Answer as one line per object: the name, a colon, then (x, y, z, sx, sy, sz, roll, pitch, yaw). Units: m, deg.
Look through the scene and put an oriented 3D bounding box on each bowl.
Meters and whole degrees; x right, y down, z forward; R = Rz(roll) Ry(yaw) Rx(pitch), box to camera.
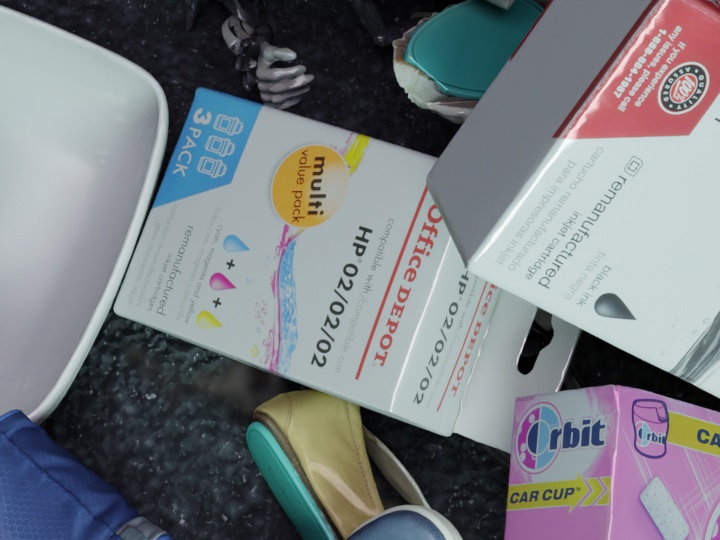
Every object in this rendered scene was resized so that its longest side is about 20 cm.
bowl: (-0.202, -0.025, 1.127, 0.199, 0.075, 0.200, 20, 74, 6)

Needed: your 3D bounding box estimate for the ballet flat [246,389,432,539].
ballet flat: (0.016, 0.140, 1.087, 0.063, 0.069, 0.200, -21, 76, -22)

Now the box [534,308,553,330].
box: (0.142, -0.065, 1.090, 0.200, 0.082, 0.068, -46, 76, 20)

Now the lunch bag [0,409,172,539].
lunch bag: (-0.160, 0.181, 1.022, 0.132, 0.136, 0.200, 36, 65, 10)

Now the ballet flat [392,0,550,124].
ballet flat: (0.091, -0.099, 1.123, 0.200, 0.072, 0.072, -22, 73, -35)

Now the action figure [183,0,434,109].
action figure: (-0.023, -0.147, 1.143, 0.199, 0.119, 0.102, 9, 30, -4)

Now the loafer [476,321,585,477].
loafer: (0.075, 0.057, 1.110, 0.072, 0.063, 0.200, -36, 77, -8)

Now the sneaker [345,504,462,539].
sneaker: (-0.033, 0.182, 1.021, 0.075, 0.084, 0.200, 45, 106, 25)

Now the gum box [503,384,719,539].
gum box: (0.156, 0.127, 1.039, 0.200, 0.066, 0.114, 16, 72, -37)

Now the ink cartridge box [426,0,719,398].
ink cartridge box: (0.153, -0.033, 0.995, 0.200, 0.084, 0.144, 26, 112, -25)

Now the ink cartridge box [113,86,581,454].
ink cartridge box: (0.000, 0.000, 1.074, 0.200, 0.068, 0.115, 18, 86, 30)

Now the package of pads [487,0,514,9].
package of pads: (0.023, -0.228, 1.110, 0.154, 0.068, 0.200, 26, 40, -12)
